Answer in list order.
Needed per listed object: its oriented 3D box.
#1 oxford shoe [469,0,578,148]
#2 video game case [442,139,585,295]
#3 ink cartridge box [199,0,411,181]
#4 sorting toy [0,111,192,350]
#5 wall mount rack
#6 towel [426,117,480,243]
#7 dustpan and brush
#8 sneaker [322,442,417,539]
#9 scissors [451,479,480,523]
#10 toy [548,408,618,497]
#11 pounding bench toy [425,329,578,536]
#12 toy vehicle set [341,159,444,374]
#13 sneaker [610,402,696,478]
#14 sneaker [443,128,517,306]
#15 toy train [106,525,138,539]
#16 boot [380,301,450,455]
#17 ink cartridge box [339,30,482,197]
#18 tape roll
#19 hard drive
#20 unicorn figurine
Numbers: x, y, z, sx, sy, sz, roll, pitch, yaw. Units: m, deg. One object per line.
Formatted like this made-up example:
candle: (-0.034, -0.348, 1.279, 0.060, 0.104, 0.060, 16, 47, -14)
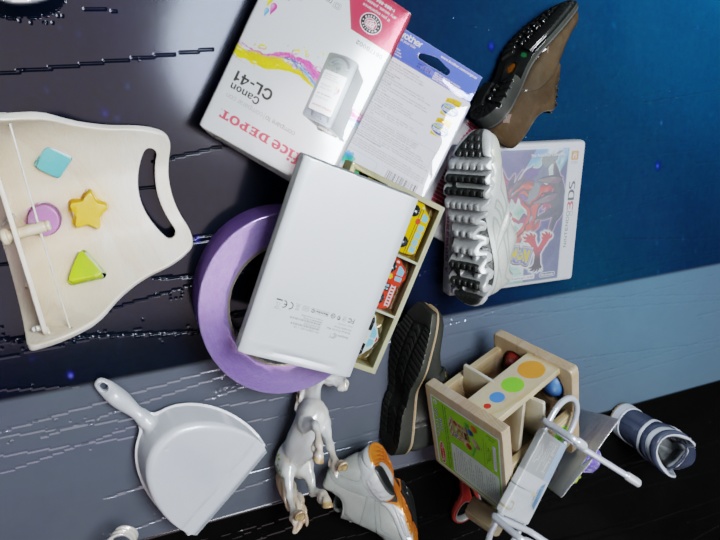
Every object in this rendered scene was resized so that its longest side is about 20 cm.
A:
oxford shoe: (0.211, -0.237, 0.768, 0.084, 0.072, 0.203, 38, 82, -28)
video game case: (0.198, -0.070, 0.811, 0.194, 0.023, 0.188, -7, 108, -20)
ink cartridge box: (-0.057, -0.201, 0.649, 0.145, 0.086, 0.204, 27, 91, -10)
sorting toy: (-0.260, -0.057, 0.616, 0.176, 0.106, 0.206, -17, 108, -25)
wall mount rack: (0.229, 0.253, 0.705, 0.172, 0.074, 0.204, 34, 84, -40)
towel: (0.120, -0.111, 0.790, 0.196, 0.023, 0.147, 26, 93, -25)
dustpan and brush: (-0.220, 0.190, 0.715, 0.140, 0.057, 0.200, -47, 121, -7)
sneaker: (0.016, 0.309, 0.830, 0.090, 0.076, 0.203, -19, 120, 12)
scissors: (0.150, 0.280, 0.873, 0.071, 0.014, 0.205, -19, 122, -11)
toy: (0.282, 0.244, 0.842, 0.047, 0.200, 0.116, 39, 85, 1)
pounding bench toy: (0.187, 0.207, 0.788, 0.154, 0.123, 0.205, -27, 122, -29)
toy vehicle set: (0.000, 0.000, 0.689, 0.121, 0.026, 0.205, 20, 98, -24)
sneaker: (0.484, 0.281, 0.978, 0.197, 0.108, 0.071, 30, 92, -25)
sneaker: (0.147, -0.065, 0.746, 0.079, 0.074, 0.206, -16, 114, -32)
toy train: (-0.229, 0.365, 0.747, 0.198, 0.055, 0.153, 33, 88, -28)
boot: (0.107, 0.139, 0.822, 0.134, 0.078, 0.206, 2, 115, -26)
ink cartridge box: (0.043, -0.155, 0.721, 0.117, 0.042, 0.204, 27, 95, -4)
tape roll: (-0.089, 0.031, 0.716, 0.194, 0.065, 0.207, -5, 103, -21)
hard drive: (-0.035, 0.001, 0.640, 0.129, 0.026, 0.205, 16, 102, -24)
unicorn figurine: (-0.056, 0.196, 0.747, 0.073, 0.138, 0.202, 28, 106, -34)
